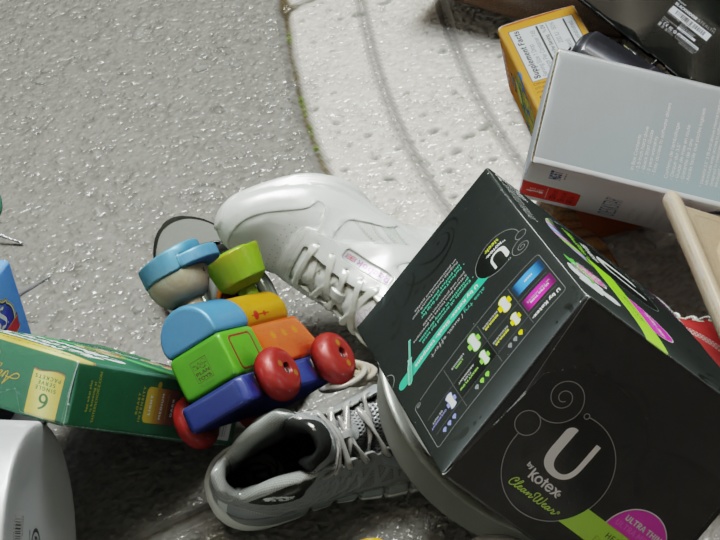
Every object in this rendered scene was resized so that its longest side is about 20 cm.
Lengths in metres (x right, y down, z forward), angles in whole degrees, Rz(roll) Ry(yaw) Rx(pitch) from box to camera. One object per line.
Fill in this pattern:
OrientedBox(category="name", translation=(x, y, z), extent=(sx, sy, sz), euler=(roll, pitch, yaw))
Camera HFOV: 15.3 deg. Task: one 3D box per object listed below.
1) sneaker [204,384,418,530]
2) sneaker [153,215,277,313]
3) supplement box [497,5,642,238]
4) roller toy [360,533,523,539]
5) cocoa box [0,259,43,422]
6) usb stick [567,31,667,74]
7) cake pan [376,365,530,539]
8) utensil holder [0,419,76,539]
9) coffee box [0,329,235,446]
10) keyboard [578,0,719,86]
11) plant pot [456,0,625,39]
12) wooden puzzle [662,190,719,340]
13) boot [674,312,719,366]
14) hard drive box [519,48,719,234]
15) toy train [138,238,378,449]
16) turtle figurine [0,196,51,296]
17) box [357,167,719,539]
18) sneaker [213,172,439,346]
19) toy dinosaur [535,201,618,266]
OrientedBox(category="sneaker", translation=(-0.001, 0.104, 1.619), extent=(0.199, 0.116, 0.075), euler=(-23, 79, -3))
OrientedBox(category="sneaker", translation=(-0.089, 0.012, 1.799), extent=(0.074, 0.080, 0.200), euler=(-23, 37, -12))
OrientedBox(category="supplement box", translation=(0.155, -0.106, 1.897), extent=(0.068, 0.067, 0.201), euler=(-15, 37, -1))
OrientedBox(category="roller toy", translation=(0.059, 0.241, 1.374), extent=(0.139, 0.201, 0.182), euler=(-27, 47, -19))
OrientedBox(category="cocoa box", translation=(-0.326, 0.069, 1.743), extent=(0.199, 0.132, 0.134), euler=(8, 41, 23))
OrientedBox(category="usb stick", translation=(0.229, -0.102, 1.830), extent=(0.199, 0.033, 0.055), euler=(33, 21, 9))
OrientedBox(category="cake pan", translation=(0.095, 0.087, 1.612), extent=(0.199, 0.037, 0.201), euler=(16, 47, -18))
OrientedBox(category="utensil holder", translation=(-0.283, 0.169, 1.579), extent=(0.198, 0.171, 0.171), euler=(-1, 38, 9))
OrientedBox(category="coffee box", translation=(-0.173, 0.071, 1.673), extent=(0.122, 0.044, 0.200), euler=(15, 0, 30))
OrientedBox(category="keyboard", translation=(0.226, -0.161, 1.919), extent=(0.200, 0.040, 0.104), euler=(40, 72, 12))
OrientedBox(category="plant pot", translation=(0.160, -0.258, 2.022), extent=(0.199, 0.188, 0.187), euler=(30, 52, 23))
OrientedBox(category="wooden puzzle", translation=(0.271, 0.050, 1.601), extent=(0.199, 0.046, 0.186), euler=(20, 34, -29))
OrientedBox(category="boot", translation=(0.190, 0.041, 1.637), extent=(0.199, 0.072, 0.145), euler=(33, 40, -9))
OrientedBox(category="hard drive box", translation=(0.208, -0.071, 1.716), extent=(0.198, 0.156, 0.077), euler=(14, 84, 3))
OrientedBox(category="toy train", translation=(-0.058, 0.033, 1.681), extent=(0.084, 0.116, 0.200), euler=(-30, -8, 28))
OrientedBox(category="turtle figurine", translation=(-0.318, -0.021, 1.893), extent=(0.198, 0.101, 0.150), euler=(-13, 37, 8))
OrientedBox(category="box", translation=(0.108, 0.060, 1.445), extent=(0.125, 0.148, 0.200), euler=(-51, 24, 8))
OrientedBox(category="sneaker", translation=(0.000, 0.000, 1.745), extent=(0.199, 0.075, 0.100), euler=(17, 42, -9))
OrientedBox(category="toy dinosaur", translation=(0.149, 0.009, 1.747), extent=(0.106, 0.061, 0.200), euler=(-30, 49, -8))
